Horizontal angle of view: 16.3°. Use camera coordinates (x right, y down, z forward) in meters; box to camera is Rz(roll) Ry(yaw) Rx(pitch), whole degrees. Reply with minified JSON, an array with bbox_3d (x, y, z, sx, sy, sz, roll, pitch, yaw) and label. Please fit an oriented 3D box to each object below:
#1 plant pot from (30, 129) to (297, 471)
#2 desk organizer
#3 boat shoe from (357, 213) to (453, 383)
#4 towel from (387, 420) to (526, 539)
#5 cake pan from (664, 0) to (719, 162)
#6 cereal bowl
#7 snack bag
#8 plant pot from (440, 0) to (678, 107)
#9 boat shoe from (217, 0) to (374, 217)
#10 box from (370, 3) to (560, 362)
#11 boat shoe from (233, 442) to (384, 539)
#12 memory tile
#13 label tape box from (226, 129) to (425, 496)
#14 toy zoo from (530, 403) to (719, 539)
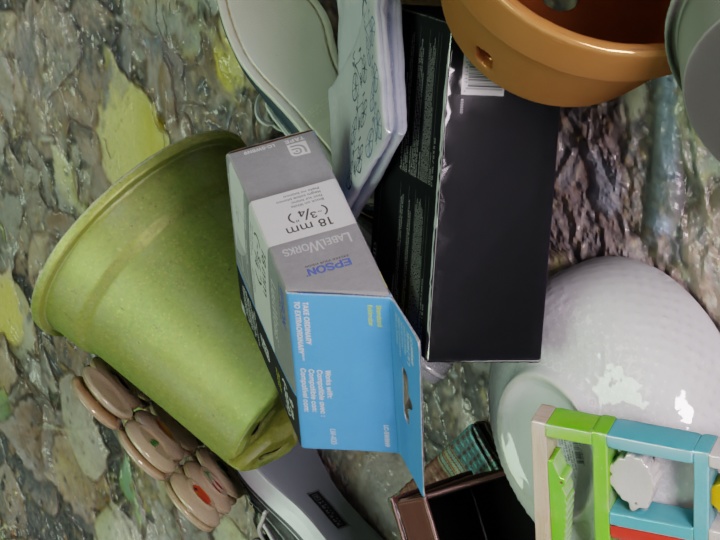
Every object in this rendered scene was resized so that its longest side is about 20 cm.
[{"bbox_3d":[-0.099,0.035,1.788,0.184,0.200,0.200,46,139,17],"label":"plant pot"},{"bbox_3d":[0.095,0.231,1.643,0.077,0.072,0.200,-19,87,54],"label":"desk organizer"},{"bbox_3d":[0.001,0.001,1.697,0.202,0.074,0.065,36,95,34],"label":"boat shoe"},{"bbox_3d":[0.092,0.218,1.722,0.200,0.022,0.147,62,144,16],"label":"towel"},{"bbox_3d":[0.246,-0.094,1.234,0.200,0.200,0.037,-49,21,52],"label":"cake pan"},{"bbox_3d":[0.143,0.096,1.541,0.200,0.083,0.200,27,125,48],"label":"cereal bowl"},{"bbox_3d":[0.002,-0.145,1.583,0.189,0.021,0.200,120,150,-70],"label":"snack bag"},{"bbox_3d":[0.124,-0.180,1.371,0.200,0.200,0.140,64,162,14],"label":"plant pot"},{"bbox_3d":[-0.033,-0.123,1.705,0.200,0.075,0.062,50,163,9],"label":"boat shoe"},{"bbox_3d":[0.062,-0.056,1.526,0.141,0.079,0.200,-147,60,-70],"label":"box"},{"bbox_3d":[-0.047,0.184,1.860,0.199,0.074,0.068,45,123,22],"label":"boat shoe"},{"bbox_3d":[-0.144,0.120,1.877,0.017,0.200,0.153,-42,90,9],"label":"memory tile"},{"bbox_3d":[-0.023,0.032,1.567,0.144,0.063,0.200,86,164,-45],"label":"label tape box"},{"bbox_3d":[0.197,0.152,1.458,0.200,0.020,0.131,10,125,22],"label":"toy zoo"}]
